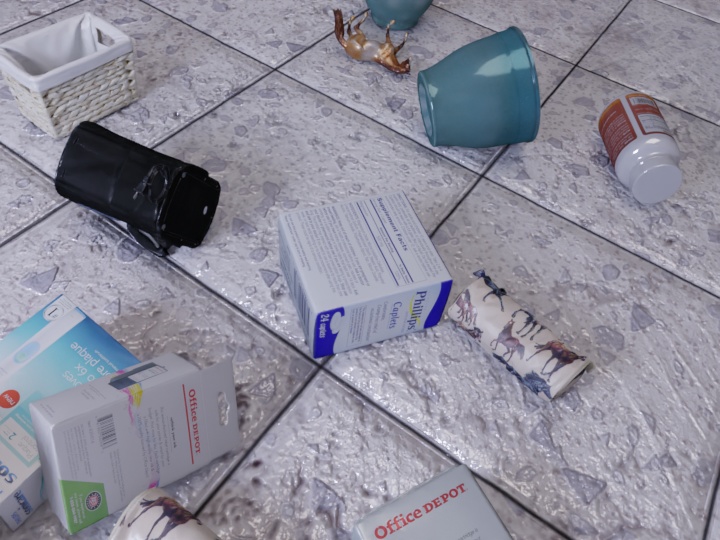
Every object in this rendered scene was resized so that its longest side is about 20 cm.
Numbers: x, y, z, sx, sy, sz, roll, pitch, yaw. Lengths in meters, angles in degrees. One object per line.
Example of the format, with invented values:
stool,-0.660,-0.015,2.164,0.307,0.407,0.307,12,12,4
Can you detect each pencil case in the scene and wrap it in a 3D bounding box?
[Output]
pencil case,-0.153,0.303,0.589,0.197,0.078,0.091,30,80,18
pencil case,0.214,0.089,0.834,0.089,0.079,0.199,-39,62,-17

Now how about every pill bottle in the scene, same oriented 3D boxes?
pill bottle,0.509,-0.222,1.122,0.108,0.114,0.204,4,49,-3

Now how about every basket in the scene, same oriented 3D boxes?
basket,-0.507,-0.342,1.084,0.134,0.125,0.199,33,52,21

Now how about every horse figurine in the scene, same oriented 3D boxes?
horse figurine,0.024,-0.489,1.324,0.194,0.050,0.136,17,65,-4

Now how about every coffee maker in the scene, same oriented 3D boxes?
coffee maker,-0.325,-0.133,0.881,0.195,0.194,0.137,21,65,14

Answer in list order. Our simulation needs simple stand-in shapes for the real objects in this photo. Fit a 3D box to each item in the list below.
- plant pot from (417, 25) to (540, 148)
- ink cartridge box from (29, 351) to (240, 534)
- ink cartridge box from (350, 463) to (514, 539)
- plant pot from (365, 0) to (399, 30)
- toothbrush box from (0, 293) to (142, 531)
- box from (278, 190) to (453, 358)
plant pot,0.204,-0.311,1.119,0.182,0.203,0.204,-14,50,1
ink cartridge box,-0.230,0.166,0.657,0.197,0.121,0.066,-17,22,-42
ink cartridge box,0.094,0.322,0.610,0.142,0.084,0.202,-19,54,-22
plant pot,0.086,-0.645,1.419,0.194,0.136,0.204,4,48,-5
toothbrush box,-0.359,0.151,0.689,0.145,0.086,0.200,36,54,11
box,0.000,0.000,0.865,0.194,0.107,0.187,-12,51,-17
